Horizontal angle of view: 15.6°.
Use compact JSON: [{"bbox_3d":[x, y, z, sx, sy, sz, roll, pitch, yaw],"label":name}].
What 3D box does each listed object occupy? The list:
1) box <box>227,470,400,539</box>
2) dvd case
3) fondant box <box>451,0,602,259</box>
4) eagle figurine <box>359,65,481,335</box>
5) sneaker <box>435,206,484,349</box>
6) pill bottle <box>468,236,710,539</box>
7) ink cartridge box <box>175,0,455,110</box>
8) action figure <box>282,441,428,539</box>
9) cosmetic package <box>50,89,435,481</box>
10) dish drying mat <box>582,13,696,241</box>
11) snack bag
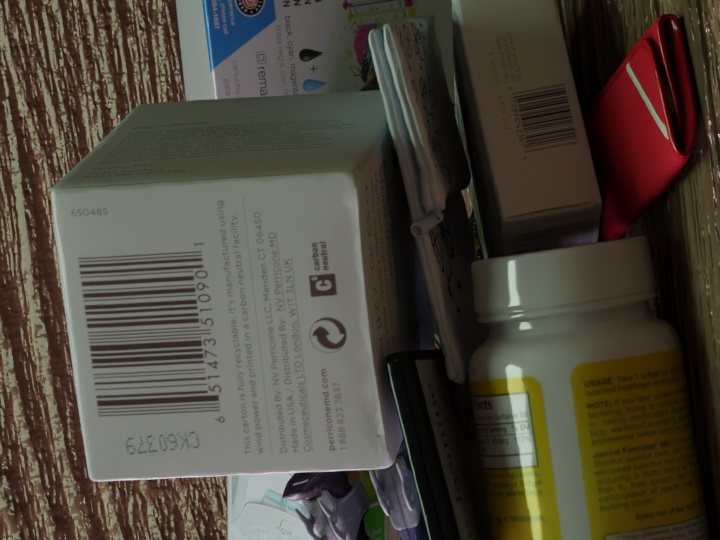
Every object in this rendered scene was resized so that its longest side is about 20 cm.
[{"bbox_3d":[0.012,0.172,1.662,0.097,0.200,0.177,10,103,40],"label":"box"},{"bbox_3d":[0.056,0.112,1.421,0.200,0.018,0.143,4,-108,-78],"label":"dvd case"},{"bbox_3d":[0.093,-0.063,1.502,0.200,0.058,0.145,85,174,-70],"label":"fondant box"},{"bbox_3d":[0.006,0.001,1.593,0.151,0.152,0.200,23,133,45],"label":"eagle figurine"},{"bbox_3d":[0.076,0.014,1.710,0.200,0.077,0.078,94,167,-49],"label":"sneaker"},{"bbox_3d":[0.118,0.087,1.372,0.114,0.114,0.201,171,91,-81],"label":"pill bottle"},{"bbox_3d":[-0.010,-0.157,1.698,0.145,0.199,0.148,-131,34,-71],"label":"ink cartridge box"},{"bbox_3d":[0.028,0.195,1.534,0.069,0.130,0.200,-66,-47,-70],"label":"action figure"},{"bbox_3d":[-0.057,0.004,1.428,0.200,0.165,0.165,-63,-32,-71],"label":"cosmetic package"},{"bbox_3d":[0.142,-0.071,1.379,0.200,0.018,0.077,121,140,-76],"label":"dish drying mat"},{"bbox_3d":[0.046,-0.042,1.450,0.189,0.021,0.201,-36,-66,-80],"label":"snack bag"}]
